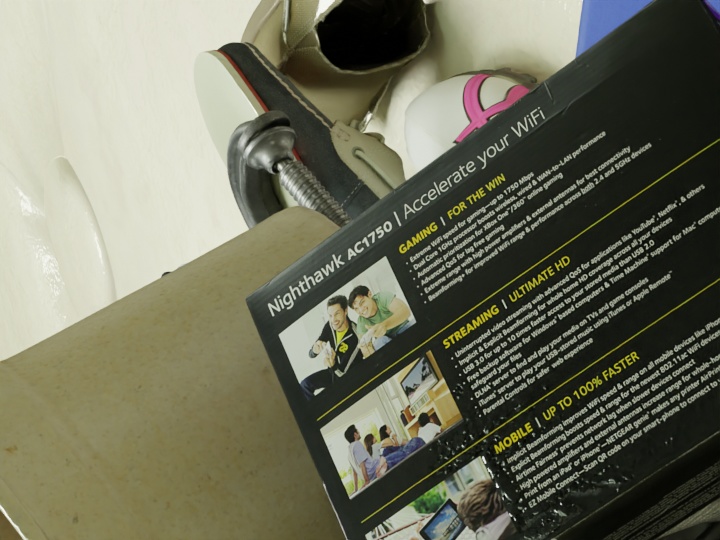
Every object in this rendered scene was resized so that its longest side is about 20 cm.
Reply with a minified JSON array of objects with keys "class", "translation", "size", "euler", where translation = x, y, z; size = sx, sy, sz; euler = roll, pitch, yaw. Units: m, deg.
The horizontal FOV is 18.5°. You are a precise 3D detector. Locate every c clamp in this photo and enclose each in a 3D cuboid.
[{"class":"c clamp","translation":[0.000,0.000,0.972],"size":[0.200,0.027,0.171],"euler":[47,163,26]}]

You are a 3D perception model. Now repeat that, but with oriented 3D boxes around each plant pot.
[{"class":"plant pot","translation":[-0.060,0.076,0.914],"size":[0.201,0.183,0.201],"euler":[48,164,19]}]

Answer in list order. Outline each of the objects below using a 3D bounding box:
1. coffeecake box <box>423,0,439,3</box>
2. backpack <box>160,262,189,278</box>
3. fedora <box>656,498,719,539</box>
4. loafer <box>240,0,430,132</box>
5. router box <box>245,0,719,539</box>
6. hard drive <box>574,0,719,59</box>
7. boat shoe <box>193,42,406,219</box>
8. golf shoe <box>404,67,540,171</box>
[{"class":"coffeecake box","translation":[0.026,-0.237,0.901],"size":[0.154,0.073,0.201],"euler":[51,149,42]},{"class":"backpack","translation":[-0.026,0.077,1.143],"size":[0.200,0.154,0.191],"euler":[30,141,53]},{"class":"fedora","translation":[0.081,0.102,0.857],"size":[0.200,0.177,0.091],"euler":[-36,60,22]},{"class":"loafer","translation":[-0.010,-0.114,1.069],"size":[0.200,0.076,0.068],"euler":[105,148,-52]},{"class":"router box","translation":[0.072,0.019,0.754],"size":[0.051,0.200,0.150],"euler":[31,-152,-54]},{"class":"hard drive","translation":[0.128,-0.104,0.816],"size":[0.132,0.025,0.201],"euler":[51,149,42]},{"class":"boat shoe","translation":[-0.003,-0.032,1.050],"size":[0.200,0.062,0.071],"euler":[52,159,4]},{"class":"golf shoe","translation":[0.059,-0.030,0.945],"size":[0.200,0.092,0.073],"euler":[43,144,54]}]
